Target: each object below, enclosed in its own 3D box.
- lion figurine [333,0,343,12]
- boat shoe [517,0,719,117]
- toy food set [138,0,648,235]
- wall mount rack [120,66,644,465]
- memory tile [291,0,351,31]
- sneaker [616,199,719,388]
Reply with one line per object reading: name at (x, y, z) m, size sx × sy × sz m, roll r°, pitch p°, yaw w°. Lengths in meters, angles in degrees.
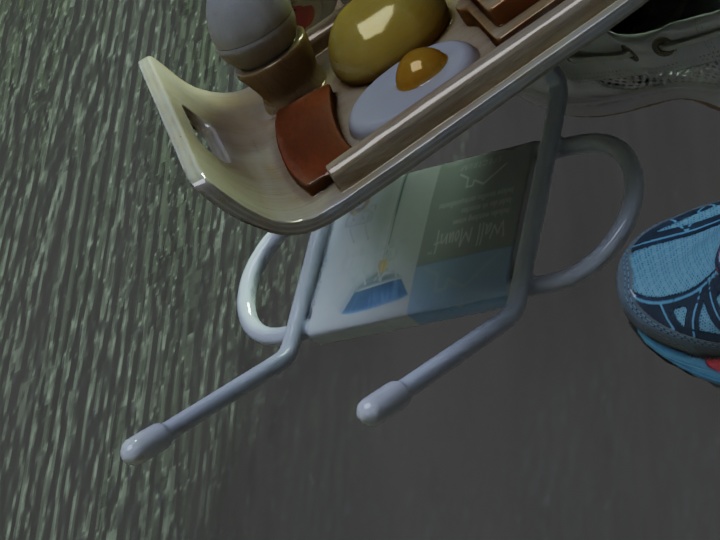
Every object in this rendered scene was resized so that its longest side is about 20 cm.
lion figurine at (0.062, -0.175, 1.077) m, size 0.199 × 0.073 × 0.123 m, roll -29°, pitch 41°, yaw 15°
boat shoe at (0.104, -0.101, 0.937) m, size 0.200 × 0.069 × 0.071 m, roll 8°, pitch 60°, yaw 53°
toy food set at (0.018, -0.102, 0.896) m, size 0.200 × 0.061 × 0.144 m, roll -35°, pitch 24°, yaw 2°
wall mount rack at (0.000, 0.000, 0.935) m, size 0.199 × 0.074 × 0.175 m, roll -13°, pitch 52°, yaw 42°
memory tile at (0.034, -0.157, 0.972) m, size 0.199 × 0.154 × 0.017 m, roll -23°, pitch 59°, yaw -16°
sneaker at (0.152, -0.025, 0.768) m, size 0.199 × 0.096 × 0.080 m, roll -12°, pitch 42°, yaw 40°
